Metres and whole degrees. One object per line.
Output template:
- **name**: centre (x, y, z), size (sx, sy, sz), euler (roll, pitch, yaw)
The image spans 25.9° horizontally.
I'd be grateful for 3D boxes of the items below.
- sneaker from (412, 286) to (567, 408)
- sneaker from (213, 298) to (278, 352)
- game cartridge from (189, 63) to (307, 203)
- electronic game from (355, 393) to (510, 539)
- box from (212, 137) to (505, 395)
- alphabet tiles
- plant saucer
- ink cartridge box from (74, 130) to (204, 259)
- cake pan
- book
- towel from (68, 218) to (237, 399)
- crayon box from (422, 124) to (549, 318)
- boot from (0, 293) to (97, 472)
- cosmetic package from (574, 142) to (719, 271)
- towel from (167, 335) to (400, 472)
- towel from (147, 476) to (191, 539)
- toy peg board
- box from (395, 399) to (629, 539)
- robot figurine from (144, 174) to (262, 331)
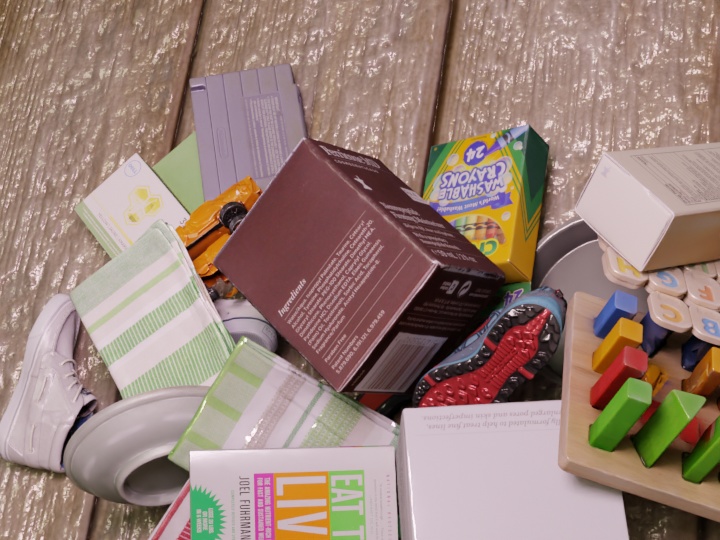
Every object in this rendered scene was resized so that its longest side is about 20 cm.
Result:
- **sneaker**: centre (0.135, 0.088, 1.539), size (0.079, 0.096, 0.200), euler (47, 123, -3)
- **sneaker**: centre (-0.173, 0.071, 1.742), size (0.200, 0.073, 0.071), euler (-3, 36, 25)
- **game cartridge**: centre (-0.125, -0.146, 1.820), size (0.129, 0.038, 0.200), euler (-7, 61, -5)
- **electronic game**: centre (0.066, 0.184, 1.592), size (0.200, 0.042, 0.200), euler (-9, 63, 18)
- **box**: centre (0.000, 0.000, 1.560), size (0.200, 0.166, 0.164), euler (44, 106, 24)
- **alphabet tiles**: centre (0.323, 0.007, 1.499), size (0.200, 0.015, 0.196), euler (18, 33, -9)
- **plant saucer**: centre (-0.201, 0.193, 1.603), size (0.200, 0.200, 0.050), euler (-26, 55, 9)
- **ink cartridge box**: centre (-0.221, -0.087, 1.844), size (0.200, 0.048, 0.146), euler (-43, 57, 1)
- **cake pan**: centre (0.251, 0.035, 1.590), size (0.200, 0.037, 0.201), euler (-9, 62, 18)
- **book**: centre (-0.065, 0.238, 1.522), size (0.199, 0.048, 0.134), euler (-1, 87, -7)
- **towel**: centre (-0.211, 0.068, 1.639), size (0.152, 0.023, 0.200), euler (-37, 73, 21)
- **crayon box**: centre (0.124, -0.048, 1.651), size (0.126, 0.052, 0.200), euler (-10, 57, 35)
- **boot**: centre (-0.335, 0.130, 1.777), size (0.095, 0.074, 0.200), euler (13, 79, 21)
- **cosmetic package**: centre (0.315, -0.064, 1.518), size (0.105, 0.200, 0.071), euler (49, 129, 34)
- **towel**: centre (-0.069, 0.176, 1.551), size (0.200, 0.031, 0.149), euler (31, 87, -9)
- **towel**: centre (-0.120, 0.310, 1.539), size (0.200, 0.023, 0.144), euler (34, 86, -9)
- **toy peg board**: centre (0.293, 0.104, 1.415), size (0.200, 0.098, 0.199), euler (19, 48, -9)
- **box**: centre (0.138, 0.236, 1.447), size (0.198, 0.131, 0.200), euler (-2, 63, -3)
- **robot figurine**: centre (-0.172, -0.008, 1.706), size (0.200, 0.058, 0.145), euler (-38, 44, 0)
